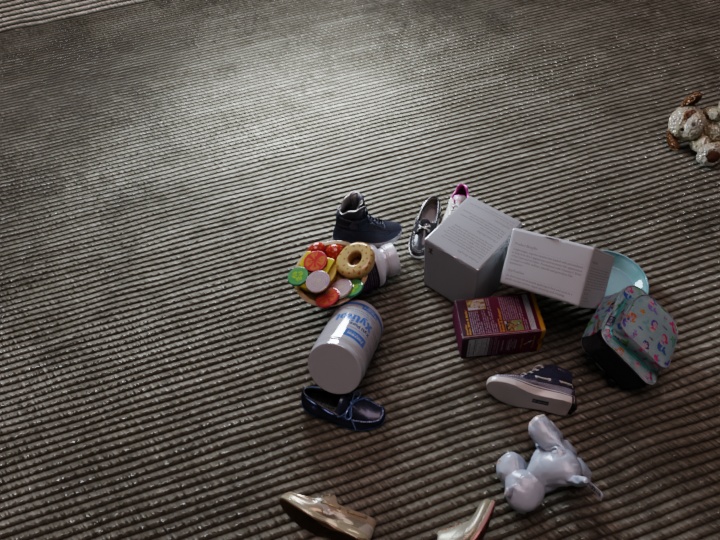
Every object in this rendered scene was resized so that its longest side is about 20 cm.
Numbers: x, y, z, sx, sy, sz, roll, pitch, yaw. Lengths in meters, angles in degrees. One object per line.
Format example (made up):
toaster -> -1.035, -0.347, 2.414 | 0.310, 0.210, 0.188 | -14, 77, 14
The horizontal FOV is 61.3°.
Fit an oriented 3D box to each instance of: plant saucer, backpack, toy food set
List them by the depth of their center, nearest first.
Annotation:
backpack -> 0.608, 0.137, 1.356 | 0.177, 0.151, 0.201 | 43, 53, -2
toy food set -> -0.072, 0.004, 1.460 | 0.195, 0.049, 0.201 | 17, 59, 23
plant saucer -> 0.616, 0.035, 1.523 | 0.194, 0.036, 0.204 | -3, 50, 4

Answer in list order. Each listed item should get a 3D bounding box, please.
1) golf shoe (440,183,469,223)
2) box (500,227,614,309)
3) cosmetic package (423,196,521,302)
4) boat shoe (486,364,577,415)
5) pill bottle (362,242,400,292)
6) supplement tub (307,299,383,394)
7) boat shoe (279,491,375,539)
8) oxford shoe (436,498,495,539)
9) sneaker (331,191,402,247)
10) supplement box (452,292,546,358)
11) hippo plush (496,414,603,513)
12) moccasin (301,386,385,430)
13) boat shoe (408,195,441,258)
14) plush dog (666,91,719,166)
golf shoe -> 0.259, -0.155, 1.681 | 0.073, 0.093, 0.203 | 12, 53, 13
box -> 0.462, -0.003, 1.420 | 0.196, 0.198, 0.134 | 19, 97, 37
cosmetic package -> 0.280, -0.042, 1.533 | 0.166, 0.169, 0.199 | 33, 59, 29
boat shoe -> 0.380, 0.250, 1.349 | 0.195, 0.076, 0.094 | 15, 45, 8
pill bottle -> 0.000, 0.000, 1.561 | 0.195, 0.113, 0.113 | -19, 50, -11
supplement tub -> -0.029, 0.167, 1.373 | 0.128, 0.135, 0.201 | 8, 27, 12
boat shoe -> -0.065, 0.480, 1.197 | 0.195, 0.073, 0.065 | 18, 44, 16
oxford shoe -> 0.184, 0.504, 1.149 | 0.073, 0.072, 0.199 | 30, 59, 31
sneaker -> 0.026, -0.134, 1.575 | 0.197, 0.149, 0.078 | -9, 45, -19
supplement box -> 0.324, 0.130, 1.438 | 0.194, 0.087, 0.112 | -6, 49, 0
hippo plush -> 0.359, 0.409, 1.192 | 0.160, 0.159, 0.201 | -41, 35, 10
moccasin -> -0.042, 0.304, 1.339 | 0.194, 0.069, 0.082 | 5, 50, 9
boat shoe -> 0.182, -0.122, 1.679 | 0.072, 0.061, 0.202 | 16, 53, 17
plush dog -> 1.009, -0.432, 1.810 | 0.168, 0.205, 0.160 | 22, 21, 11
